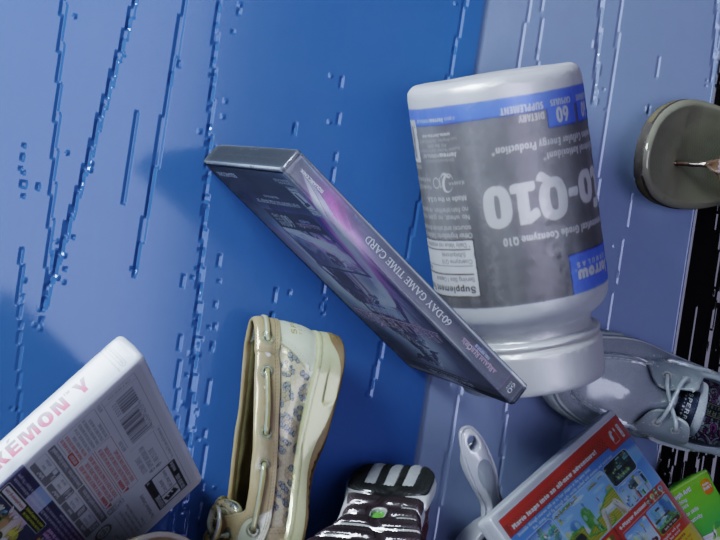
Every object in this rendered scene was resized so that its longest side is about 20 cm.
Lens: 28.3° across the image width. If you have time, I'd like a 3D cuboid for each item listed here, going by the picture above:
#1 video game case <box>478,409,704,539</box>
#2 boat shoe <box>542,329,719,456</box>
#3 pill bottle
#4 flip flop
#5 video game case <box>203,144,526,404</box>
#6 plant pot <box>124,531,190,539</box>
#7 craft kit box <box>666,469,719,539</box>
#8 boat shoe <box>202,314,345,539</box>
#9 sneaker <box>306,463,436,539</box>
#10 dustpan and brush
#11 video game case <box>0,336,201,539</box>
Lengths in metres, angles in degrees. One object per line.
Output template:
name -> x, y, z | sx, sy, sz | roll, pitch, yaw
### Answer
video game case -> 0.178, 0.207, 0.922 | 0.143, 0.017, 0.200 | -32, 86, -39
boat shoe -> 0.221, 0.089, 1.007 | 0.200, 0.071, 0.070 | 16, 87, -25
pill bottle -> 0.098, -0.026, 0.919 | 0.113, 0.114, 0.201 | -13, 99, -24
flip flop -> 0.282, -0.073, 1.031 | 0.199, 0.058, 0.081 | 13, 88, -25
video game case -> 0.000, 0.000, 0.858 | 0.019, 0.143, 0.200 | -48, 111, -12
plant pot -> -0.150, 0.252, 0.770 | 0.134, 0.200, 0.201 | -14, 103, 20
craft kit box -> 0.208, 0.260, 0.952 | 0.200, 0.048, 0.198 | -20, 80, -38
boat shoe -> -0.066, 0.129, 0.882 | 0.062, 0.073, 0.201 | 19, 75, -19
sneaker -> 0.008, 0.205, 0.869 | 0.075, 0.200, 0.116 | 4, 107, 17
dustpan and brush -> 0.095, 0.188, 0.961 | 0.139, 0.057, 0.201 | -29, 106, -21
video game case -> -0.173, 0.139, 0.778 | 0.023, 0.200, 0.182 | 41, 72, 20
